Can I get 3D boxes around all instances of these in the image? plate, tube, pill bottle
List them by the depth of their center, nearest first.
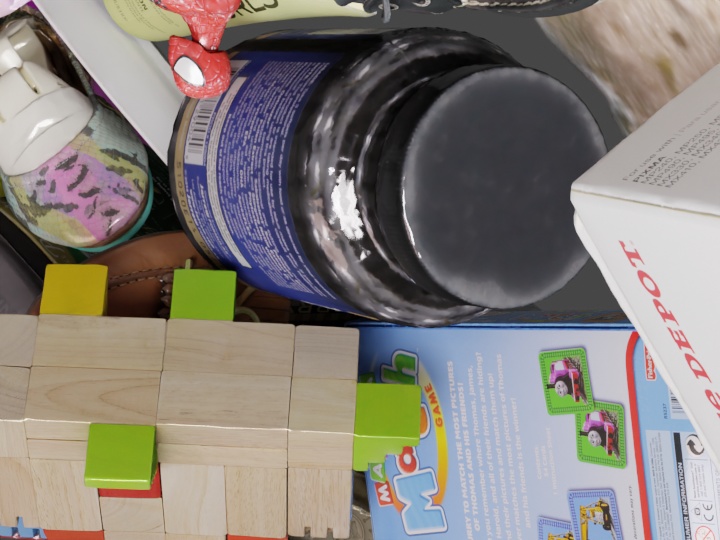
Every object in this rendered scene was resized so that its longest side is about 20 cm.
[{"bbox_3d":[0.009,-0.037,0.902,0.112,0.112,0.200,56,163,-19],"label":"pill bottle"},{"bbox_3d":[-0.053,-0.131,0.977,0.058,0.052,0.200,27,168,-24],"label":"tube"},{"bbox_3d":[-0.101,-0.087,1.141,0.200,0.032,0.200,51,179,5],"label":"plate"}]

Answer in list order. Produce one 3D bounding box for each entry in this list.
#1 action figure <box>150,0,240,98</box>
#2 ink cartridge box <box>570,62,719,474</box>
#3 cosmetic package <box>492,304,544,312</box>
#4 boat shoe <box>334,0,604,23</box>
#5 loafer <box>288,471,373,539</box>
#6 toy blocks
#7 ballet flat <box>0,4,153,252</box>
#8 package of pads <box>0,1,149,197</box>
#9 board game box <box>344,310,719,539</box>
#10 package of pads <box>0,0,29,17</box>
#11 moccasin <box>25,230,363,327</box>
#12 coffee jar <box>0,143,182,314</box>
[{"bbox_3d":[-0.085,-0.161,0.895,0.065,0.052,0.201,21,132,67],"label":"action figure"},{"bbox_3d":[0.169,0.020,0.664,0.146,0.083,0.200,57,162,-23],"label":"ink cartridge box"},{"bbox_3d":[0.109,0.108,1.009,0.200,0.081,0.113,40,160,34],"label":"cosmetic package"},{"bbox_3d":[0.005,-0.118,0.808,0.199,0.066,0.075,28,146,41],"label":"boat shoe"},{"bbox_3d":[0.026,0.158,1.088,0.200,0.076,0.067,34,-158,26],"label":"loafer"},{"bbox_3d":[-0.077,0.080,0.951,0.137,0.199,0.100,92,-179,-52],"label":"toy blocks"},{"bbox_3d":[-0.150,-0.075,1.102,0.071,0.069,0.200,57,-179,-30],"label":"ballet flat"},{"bbox_3d":[-0.185,-0.051,1.291,0.068,0.154,0.200,20,146,58],"label":"package of pads"},{"bbox_3d":[0.080,0.091,0.918,0.200,0.037,0.152,-1,99,47],"label":"board game box"},{"bbox_3d":[-0.159,-0.213,0.948,0.076,0.120,0.200,23,147,56],"label":"package of pads"},{"bbox_3d":[-0.050,0.029,1.017,0.078,0.201,0.074,51,129,47],"label":"moccasin"},{"bbox_3d":[-0.149,0.003,1.154,0.104,0.085,0.200,46,-155,7],"label":"coffee jar"}]
